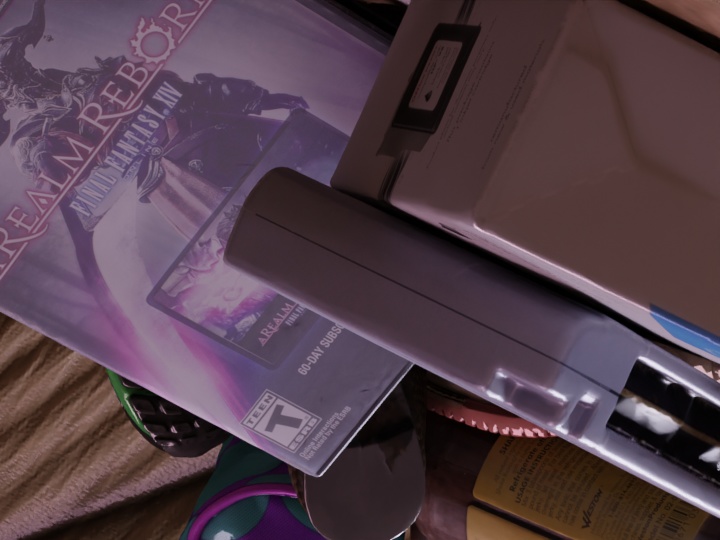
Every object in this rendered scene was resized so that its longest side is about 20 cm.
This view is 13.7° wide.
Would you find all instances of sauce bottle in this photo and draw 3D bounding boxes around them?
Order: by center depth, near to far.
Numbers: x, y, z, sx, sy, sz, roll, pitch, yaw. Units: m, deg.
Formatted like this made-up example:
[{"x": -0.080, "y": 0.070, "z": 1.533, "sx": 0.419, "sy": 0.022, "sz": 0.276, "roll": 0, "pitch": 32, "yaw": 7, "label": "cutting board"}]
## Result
[{"x": 0.063, "y": 0.079, "z": 1.043, "sx": 0.199, "sy": 0.065, "sz": 0.065, "roll": 23, "pitch": 178, "yaw": 36, "label": "sauce bottle"}]

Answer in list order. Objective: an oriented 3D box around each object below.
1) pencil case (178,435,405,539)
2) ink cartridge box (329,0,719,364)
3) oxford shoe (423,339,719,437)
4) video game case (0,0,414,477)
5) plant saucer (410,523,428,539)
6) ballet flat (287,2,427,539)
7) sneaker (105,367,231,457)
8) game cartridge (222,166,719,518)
[{"x": -0.025, "y": 0.075, "z": 1.191, "sx": 0.092, "sy": 0.086, "sz": 0.200, "roll": 1, "pitch": -155, "yaw": 2, "label": "pencil case"}, {"x": 0.066, "y": -0.025, "z": 0.825, "sx": 0.115, "sy": 0.067, "sz": 0.200, "roll": 25, "pitch": 179, "yaw": -14, "label": "ink cartridge box"}, {"x": 0.090, "y": 0.014, "z": 1.004, "sx": 0.199, "sy": 0.074, "sz": 0.071, "roll": 1, "pitch": -159, "yaw": 34, "label": "oxford shoe"}, {"x": -0.049, "y": -0.030, "z": 0.923, "sx": 0.199, "sy": 0.143, "sz": 0.019, "roll": 29, "pitch": -159, "yaw": -28, "label": "video game case"}, {"x": 0.090, "y": 0.053, "z": 1.139, "sx": 0.037, "sy": 0.201, "sz": 0.200, "roll": 47, "pitch": 169, "yaw": -25, "label": "plant saucer"}, {"x": 0.000, "y": 0.000, "z": 0.993, "sx": 0.067, "sy": 0.201, "sz": 0.046, "roll": -4, "pitch": -149, "yaw": -7, "label": "ballet flat"}, {"x": -0.085, "y": -0.022, "z": 1.162, "sx": 0.078, "sy": 0.201, "sz": 0.085, "roll": -7, "pitch": 160, "yaw": -23, "label": "sneaker"}, {"x": 0.050, "y": 0.026, "z": 0.876, "sx": 0.133, "sy": 0.041, "sz": 0.200, "roll": 21, "pitch": 176, "yaw": 33, "label": "game cartridge"}]
